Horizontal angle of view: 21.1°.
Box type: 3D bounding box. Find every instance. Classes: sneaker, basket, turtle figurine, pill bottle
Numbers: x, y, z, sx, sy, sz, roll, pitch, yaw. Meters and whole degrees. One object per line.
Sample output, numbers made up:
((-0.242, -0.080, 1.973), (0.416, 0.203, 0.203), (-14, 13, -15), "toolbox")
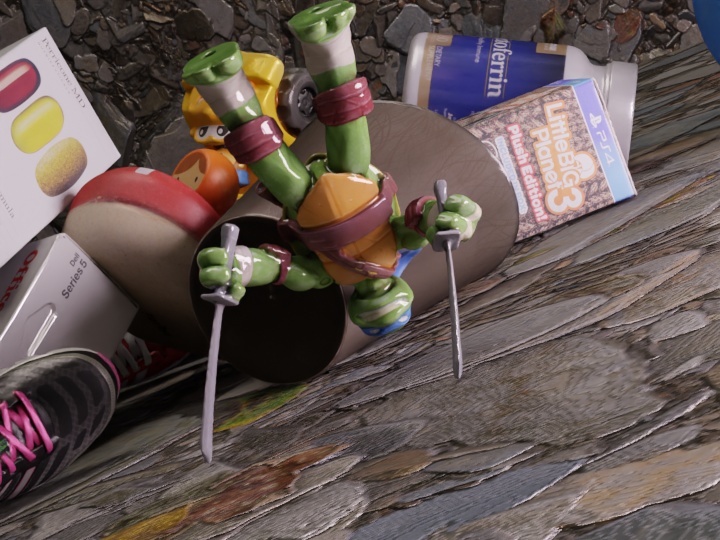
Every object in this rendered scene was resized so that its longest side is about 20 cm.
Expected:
((-0.226, 0.111, 1.139), (0.199, 0.074, 0.087), (-28, 7, -16), "sneaker")
((-0.014, -0.016, 1.263), (0.179, 0.137, 0.200), (12, 26, 22), "basket")
((-0.018, -0.032, 1.045), (0.143, 0.195, 0.200), (-10, 22, 35), "turtle figurine")
((0.138, -0.141, 1.683), (0.198, 0.117, 0.116), (6, 9, 5), "pill bottle")
((-0.203, 0.067, 1.456), (0.199, 0.072, 0.112), (-28, 1, 6), "sneaker")

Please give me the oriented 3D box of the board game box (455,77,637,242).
((0.099, -0.073, 1.544), (0.199, 0.098, 0.159), (-21, 6, -2), "board game box")

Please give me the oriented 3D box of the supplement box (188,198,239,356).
((-0.118, 0.004, 1.581), (0.199, 0.104, 0.131), (-20, 6, 5), "supplement box")

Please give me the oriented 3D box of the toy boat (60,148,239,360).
((-0.124, -0.025, 1.365), (0.130, 0.132, 0.200), (12, -17, 18), "toy boat")

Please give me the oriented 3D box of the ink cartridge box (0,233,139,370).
((-0.264, 0.070, 1.311), (0.199, 0.084, 0.146), (-14, 40, 43), "ink cartridge box")

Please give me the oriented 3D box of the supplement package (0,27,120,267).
((-0.269, -0.069, 1.320), (0.109, 0.114, 0.200), (-23, 16, 26), "supplement package")

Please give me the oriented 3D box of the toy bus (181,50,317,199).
((-0.091, -0.069, 1.711), (0.135, 0.200, 0.193), (4, 59, 42), "toy bus")

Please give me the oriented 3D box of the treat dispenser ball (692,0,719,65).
((0.365, -0.231, 1.548), (0.199, 0.202, 0.201), (-21, 6, 2), "treat dispenser ball")
